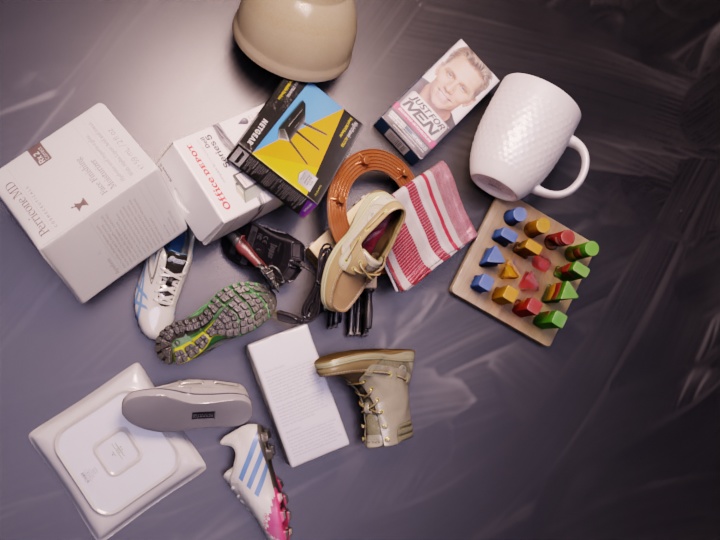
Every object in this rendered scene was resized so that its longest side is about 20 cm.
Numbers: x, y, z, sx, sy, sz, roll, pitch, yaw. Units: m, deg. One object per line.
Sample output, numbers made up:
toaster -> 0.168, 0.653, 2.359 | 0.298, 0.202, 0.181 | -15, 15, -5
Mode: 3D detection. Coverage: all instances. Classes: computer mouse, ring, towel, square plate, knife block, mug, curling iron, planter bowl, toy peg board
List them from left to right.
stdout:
square plate -> -0.369, 0.278, 1.472 | 0.198, 0.028, 0.201 | -34, 92, -14
curling iron -> -0.184, -0.044, 1.498 | 0.026, 0.050, 0.200 | -36, 72, -19
computer mouse -> -0.132, 0.004, 1.528 | 0.199, 0.046, 0.141 | 16, 99, 17
planter bowl -> -0.089, -0.411, 1.501 | 0.199, 0.135, 0.201 | 12, 48, -13
knife block -> 0.000, 0.000, 1.563 | 0.200, 0.064, 0.176 | -43, 95, -13
ring -> 0.031, -0.095, 1.537 | 0.199, 0.019, 0.202 | 5, 82, -38
towel -> 0.100, -0.072, 1.564 | 0.200, 0.023, 0.145 | -36, 107, -34
mug -> 0.284, -0.199, 1.598 | 0.199, 0.148, 0.176 | 29, 81, 3
toy peg board -> 0.288, -0.007, 1.611 | 0.198, 0.098, 0.201 | 29, 79, -8

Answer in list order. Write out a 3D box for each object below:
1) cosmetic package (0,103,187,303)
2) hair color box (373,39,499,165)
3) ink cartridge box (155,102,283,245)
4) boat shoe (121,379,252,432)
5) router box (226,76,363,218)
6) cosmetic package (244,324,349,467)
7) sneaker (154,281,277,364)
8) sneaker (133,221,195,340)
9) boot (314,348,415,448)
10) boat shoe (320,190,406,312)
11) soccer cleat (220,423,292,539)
cosmetic package -> -0.394, -0.097, 1.406 | 0.200, 0.165, 0.165 | -38, 63, -14
hair color box -> 0.128, -0.283, 1.621 | 0.100, 0.061, 0.200 | 45, 77, -5
ink cartridge box -> -0.191, -0.151, 1.481 | 0.200, 0.084, 0.146 | -32, 87, -40
boat shoe -> -0.266, 0.198, 1.478 | 0.198, 0.066, 0.072 | -1, 121, -17
router box -> -0.096, -0.199, 1.478 | 0.149, 0.051, 0.201 | 37, 49, -13
cosmetic package -> -0.101, 0.196, 1.517 | 0.101, 0.071, 0.201 | -19, 89, -13
sneaker -> -0.222, 0.078, 1.491 | 0.199, 0.085, 0.078 | -25, 87, -4
sneaker -> -0.301, 0.008, 1.488 | 0.071, 0.072, 0.202 | 14, 81, -26
boot -> 0.012, 0.202, 1.513 | 0.199, 0.072, 0.156 | 2, 87, -45
boat shoe -> 0.005, -0.023, 1.456 | 0.074, 0.066, 0.201 | 19, 98, -39
soccer cleat -> -0.164, 0.341, 1.499 | 0.086, 0.070, 0.201 | -14, 85, 2
